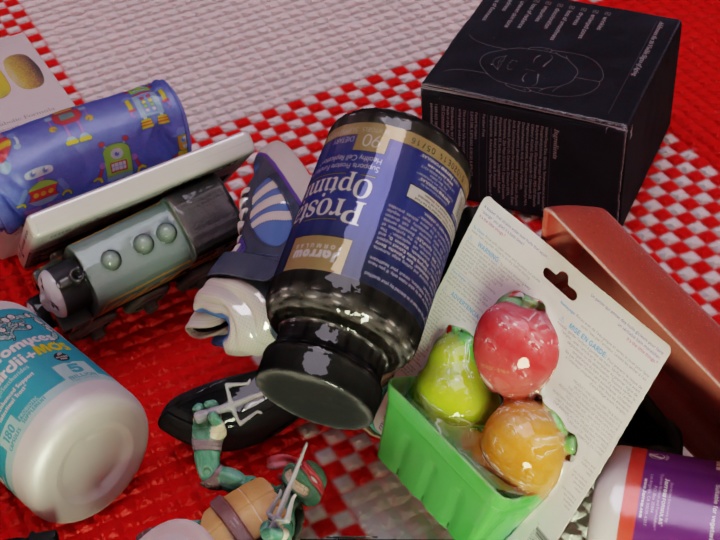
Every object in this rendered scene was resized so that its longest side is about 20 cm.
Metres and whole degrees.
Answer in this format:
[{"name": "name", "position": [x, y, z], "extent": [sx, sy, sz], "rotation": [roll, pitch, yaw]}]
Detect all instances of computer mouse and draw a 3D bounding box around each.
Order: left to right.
[{"name": "computer mouse", "position": [-0.052, 0.088, 1.056], "extent": [0.197, 0.141, 0.047], "rotation": [-15, 67, -18]}]

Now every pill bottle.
[{"name": "pill bottle", "position": [-0.260, 0.096, 1.069], "extent": [0.110, 0.112, 0.199], "rotation": [-34, 48, -31]}, {"name": "pill bottle", "position": [0.000, 0.000, 0.965], "extent": [0.110, 0.112, 0.202], "rotation": [11, 64, 17]}, {"name": "pill bottle", "position": [0.249, 0.186, 0.924], "extent": [0.197, 0.114, 0.113], "rotation": [8, 41, 13]}]

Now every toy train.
[{"name": "toy train", "position": [-0.186, -0.011, 1.176], "extent": [0.198, 0.114, 0.086], "rotation": [-27, 83, -24]}]

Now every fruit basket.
[{"name": "fruit basket", "position": [0.105, 0.082, 0.967], "extent": [0.093, 0.202, 0.185], "rotation": [10, 25, -49]}]

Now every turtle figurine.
[{"name": "turtle figurine", "position": [-0.088, 0.173, 0.975], "extent": [0.199, 0.101, 0.149], "rotation": [-37, 39, -15]}]

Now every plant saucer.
[{"name": "plant saucer", "position": [0.203, 0.047, 0.964], "extent": [0.037, 0.200, 0.200], "rotation": [-40, 74, -6]}]

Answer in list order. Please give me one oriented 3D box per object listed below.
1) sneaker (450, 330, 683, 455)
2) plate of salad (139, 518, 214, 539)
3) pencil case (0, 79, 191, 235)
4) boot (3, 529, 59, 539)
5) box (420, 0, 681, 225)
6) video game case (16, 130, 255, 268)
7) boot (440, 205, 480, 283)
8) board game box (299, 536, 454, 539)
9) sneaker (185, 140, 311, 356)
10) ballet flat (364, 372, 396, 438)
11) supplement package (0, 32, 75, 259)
[{"name": "sneaker", "position": [0.158, 0.081, 1.022], "extent": [0.199, 0.087, 0.081], "rotation": [35, 65, 12]}, {"name": "plate of salad", "position": [-0.124, 0.250, 0.833], "extent": [0.048, 0.201, 0.201], "rotation": [24, 28, -30]}, {"name": "pencil case", "position": [-0.243, -0.096, 1.214], "extent": [0.198, 0.088, 0.078], "rotation": [-23, 28, -19]}, {"name": "boot", "position": [-0.279, 0.248, 0.921], "extent": [0.160, 0.074, 0.199], "rotation": [-6, 33, -7]}, {"name": "box", "position": [0.182, -0.157, 1.326], "extent": [0.194, 0.125, 0.201], "rotation": [13, 42, 21]}, {"name": "video game case", "position": [-0.200, -0.060, 1.219], "extent": [0.198, 0.024, 0.182], "rotation": [-24, -1, -18]}, {"name": "boot", "position": [0.019, 0.005, 1.129], "extent": [0.155, 0.081, 0.211], "rotation": [-9, -4, -12]}, {"name": "board game box", "position": [0.018, 0.261, 0.917], "extent": [0.133, 0.028, 0.201], "rotation": [-1, 40, 4]}, {"name": "sneaker", "position": [-0.088, -0.012, 1.104], "extent": [0.145, 0.081, 0.200], "rotation": [-33, 39, -3]}, {"name": "ballet flat", "position": [0.086, 0.085, 1.104], "extent": [0.197, 0.070, 0.070], "rotation": [-12, 40, -13]}, {"name": "supplement package", "position": [-0.331, -0.123, 1.332], "extent": [0.112, 0.111, 0.200], "rotation": [-21, 42, -20]}]
